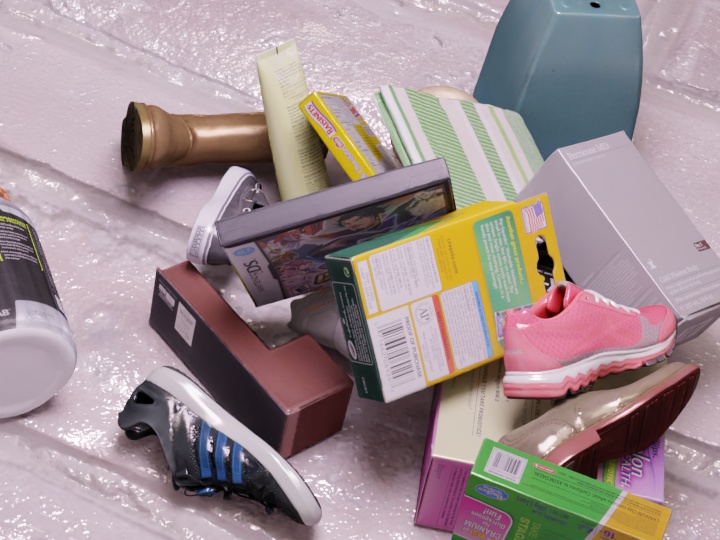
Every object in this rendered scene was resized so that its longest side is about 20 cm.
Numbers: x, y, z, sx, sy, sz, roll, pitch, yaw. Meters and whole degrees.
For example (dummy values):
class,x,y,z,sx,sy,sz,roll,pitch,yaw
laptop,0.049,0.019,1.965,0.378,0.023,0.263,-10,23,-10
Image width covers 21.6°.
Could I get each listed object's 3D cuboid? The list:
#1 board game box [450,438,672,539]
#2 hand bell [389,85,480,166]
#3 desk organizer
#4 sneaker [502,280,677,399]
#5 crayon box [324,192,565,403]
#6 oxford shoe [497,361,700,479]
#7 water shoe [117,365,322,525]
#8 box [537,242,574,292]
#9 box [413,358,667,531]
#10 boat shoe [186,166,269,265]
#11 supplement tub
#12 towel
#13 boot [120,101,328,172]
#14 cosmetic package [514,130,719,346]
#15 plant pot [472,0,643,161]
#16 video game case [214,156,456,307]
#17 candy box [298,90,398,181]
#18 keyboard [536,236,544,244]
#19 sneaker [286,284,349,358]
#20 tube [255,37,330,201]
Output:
class,x,y,z,sx,sy,sz,roll,pitch,yaw
board game box,0.144,0.233,1.476,0.153,0.200,0.040,20,46,9
hand bell,0.068,-0.097,1.810,0.104,0.104,0.200,14,25,2
desk organizer,-0.099,0.072,1.677,0.077,0.072,0.200,-23,55,-33
sneaker,0.196,0.046,1.587,0.200,0.087,0.074,-18,10,-40
crayon box,0.078,0.020,1.590,0.200,0.126,0.052,-19,12,-27
oxford shoe,0.200,0.116,1.561,0.200,0.071,0.075,-25,49,-33
water shoe,-0.120,0.166,1.597,0.200,0.072,0.079,38,78,22
box,0.189,-0.009,1.831,0.199,0.049,0.160,17,48,5
box,0.159,0.144,1.641,0.199,0.097,0.176,10,45,0
boat shoe,-0.109,-0.046,1.756,0.066,0.070,0.200,17,14,3
supplement tub,-0.328,0.020,1.644,0.122,0.123,0.200,-9,49,-20
towel,0.108,-0.102,1.784,0.200,0.023,0.153,5,52,-45
boot,-0.127,-0.132,1.824,0.199,0.066,0.175,-1,6,-11
cosmetic package,0.248,-0.024,1.746,0.107,0.090,0.200,-19,70,-43
plant pot,0.211,-0.210,1.926,0.141,0.200,0.142,1,46,-11
video game case,-0.014,-0.030,1.633,0.199,0.181,0.026,-16,71,1
candy box,-0.006,-0.122,1.796,0.102,0.026,0.200,52,9,2
keyboard,0.081,-0.055,1.798,0.199,0.011,0.056,16,14,10
sneaker,0.000,0.000,1.770,0.092,0.076,0.200,17,39,20
tube,-0.061,-0.115,1.786,0.052,0.201,0.058,-15,16,-12
